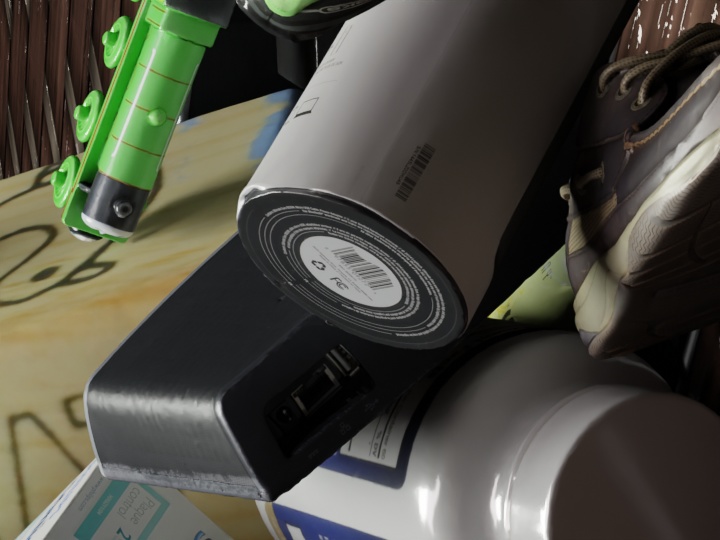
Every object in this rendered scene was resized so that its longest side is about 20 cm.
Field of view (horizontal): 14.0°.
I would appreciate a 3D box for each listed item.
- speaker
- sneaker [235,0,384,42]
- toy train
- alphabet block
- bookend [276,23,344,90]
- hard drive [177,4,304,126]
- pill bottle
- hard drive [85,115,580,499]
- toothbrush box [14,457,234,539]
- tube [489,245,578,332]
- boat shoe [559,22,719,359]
[{"bbox_3d":[0.039,-0.077,0.930,0.200,0.081,0.081,-61,-3,-27],"label":"speaker"},{"bbox_3d":[0.014,-0.141,0.883,0.200,0.077,0.084,-51,1,-42],"label":"sneaker"},{"bbox_3d":[-0.074,-0.102,1.169,0.200,0.042,0.056,-70,23,7],"label":"toy train"},{"bbox_3d":[-0.090,0.064,1.266,0.195,0.200,0.196,-79,-30,-66],"label":"alphabet block"},{"bbox_3d":[0.005,-0.167,1.251,0.199,0.092,0.200,-141,48,-75],"label":"bookend"},{"bbox_3d":[-0.035,-0.040,1.360,0.042,0.135,0.200,-122,30,-59],"label":"hard drive"},{"bbox_3d":[0.049,0.073,1.025,0.200,0.111,0.111,9,102,63],"label":"pill bottle"},{"bbox_3d":[0.000,0.000,1.019,0.135,0.200,0.042,1,128,59],"label":"hard drive"},{"bbox_3d":[-0.143,0.180,1.124,0.200,0.085,0.146,-43,8,37],"label":"toothbrush box"},{"bbox_3d":[0.060,0.033,1.158,0.058,0.052,0.200,44,144,20],"label":"tube"},{"bbox_3d":[0.095,-0.035,0.889,0.200,0.074,0.073,119,131,-66],"label":"boat shoe"}]
